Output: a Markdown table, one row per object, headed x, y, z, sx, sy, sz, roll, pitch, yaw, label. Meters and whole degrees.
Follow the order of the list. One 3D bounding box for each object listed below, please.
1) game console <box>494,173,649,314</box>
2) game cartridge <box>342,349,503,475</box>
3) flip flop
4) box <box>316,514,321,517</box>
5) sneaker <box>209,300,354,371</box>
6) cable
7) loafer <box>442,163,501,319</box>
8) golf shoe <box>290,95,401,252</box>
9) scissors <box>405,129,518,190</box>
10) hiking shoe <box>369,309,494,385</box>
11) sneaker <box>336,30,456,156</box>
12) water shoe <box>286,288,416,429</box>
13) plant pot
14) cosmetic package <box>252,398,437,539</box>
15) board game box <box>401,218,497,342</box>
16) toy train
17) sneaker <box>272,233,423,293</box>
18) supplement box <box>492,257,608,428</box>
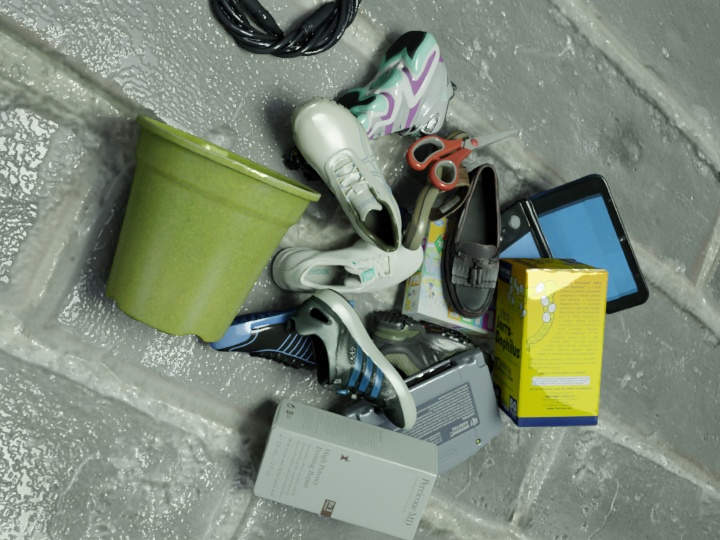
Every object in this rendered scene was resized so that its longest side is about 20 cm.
| x | y | z | sx | sy | sz | roll | pitch | yaw | label |
| --- | --- | --- | --- | --- | --- | --- | --- | --- | --- |
| 0.272 | -0.003 | 1.140 | 0.170 | 0.118 | 0.201 | -33 | 104 | -34 | game console |
| 0.084 | 0.198 | 1.074 | 0.199 | 0.041 | 0.134 | -22 | 106 | -17 | game cartridge |
| 0.105 | -0.097 | 1.057 | 0.081 | 0.057 | 0.200 | 100 | 11 | -47 | flip flop |
| 0.005 | 0.236 | 1.092 | 0.200 | 0.041 | 0.039 | -37 | 115 | -25 | box |
| -0.085 | 0.085 | 0.994 | 0.199 | 0.070 | 0.078 | -8 | 94 | -33 | sneaker |
| -0.070 | -0.326 | 0.958 | 0.199 | 0.051 | 0.164 | -6 | 100 | -33 | cable |
| 0.146 | -0.041 | 1.074 | 0.071 | 0.063 | 0.201 | 7 | 76 | -3 | loafer |
| -0.004 | -0.105 | 0.947 | 0.078 | 0.097 | 0.200 | -34 | 122 | 4 | golf shoe |
| 0.131 | -0.163 | 1.062 | 0.073 | 0.014 | 0.200 | 46 | 51 | 5 | scissors |
| 0.086 | 0.122 | 1.120 | 0.199 | 0.076 | 0.101 | 20 | 99 | -28 | hiking shoe |
| 0.048 | -0.181 | 1.041 | 0.200 | 0.078 | 0.140 | -46 | 128 | -6 | sneaker |
| -0.013 | 0.117 | 0.975 | 0.079 | 0.071 | 0.200 | -39 | 103 | -20 | water shoe |
| -0.168 | -0.035 | 0.867 | 0.200 | 0.200 | 0.185 | 21 | 96 | -33 | plant pot |
| -0.017 | 0.235 | 0.993 | 0.199 | 0.074 | 0.102 | 17 | 111 | -2 | cosmetic package |
| 0.151 | 0.016 | 1.143 | 0.199 | 0.034 | 0.135 | 18 | 75 | -34 | board game box |
| -0.006 | -0.098 | 1.033 | 0.200 | 0.046 | 0.034 | 29 | 81 | -33 | toy train |
| 0.000 | 0.000 | 1.017 | 0.199 | 0.088 | 0.076 | -10 | 102 | -26 | sneaker |
| 0.240 | 0.089 | 1.085 | 0.109 | 0.109 | 0.201 | 0 | 98 | -9 | supplement box |
